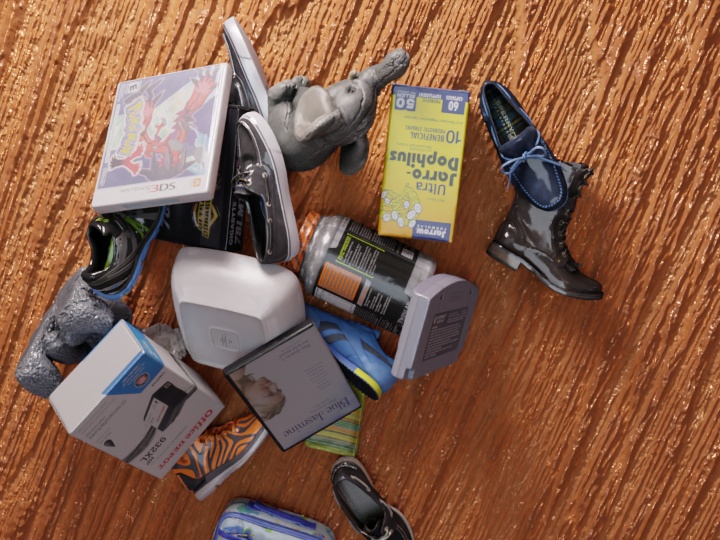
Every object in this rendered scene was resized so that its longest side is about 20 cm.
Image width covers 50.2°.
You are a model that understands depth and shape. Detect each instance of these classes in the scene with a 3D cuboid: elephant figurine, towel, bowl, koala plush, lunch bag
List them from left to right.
[{"bbox_3d":[-0.372,0.110,1.149,0.199,0.185,0.178,36,108,-23],"label":"koala plush"},{"bbox_3d":[-0.179,0.072,1.097,0.195,0.075,0.203,11,133,11],"label":"bowl"},{"bbox_3d":[-0.143,0.457,1.210,0.195,0.082,0.165,18,97,0],"label":"lunch bag"},{"bbox_3d":[-0.036,-0.200,1.021,0.139,0.198,0.159,-20,110,-36],"label":"elephant figurine"},{"bbox_3d":[-0.032,0.184,1.188,0.084,0.018,0.205,9,99,2],"label":"towel"}]

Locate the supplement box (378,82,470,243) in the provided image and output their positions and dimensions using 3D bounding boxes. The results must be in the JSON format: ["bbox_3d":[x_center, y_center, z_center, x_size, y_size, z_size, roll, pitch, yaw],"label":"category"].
[{"bbox_3d":[0.087,-0.150,1.079,0.106,0.110,0.206,6,100,3],"label":"supplement box"}]

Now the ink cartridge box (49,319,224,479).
[{"bbox_3d":[-0.308,0.187,1.086,0.146,0.200,0.083,-48,51,-7],"label":"ink cartridge box"}]

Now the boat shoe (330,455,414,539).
[{"bbox_3d":[0.020,0.380,1.187,0.073,0.060,0.203,-28,102,9],"label":"boat shoe"}]

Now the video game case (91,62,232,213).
[{"bbox_3d":[-0.266,-0.179,1.036,0.178,0.023,0.205,-5,65,19],"label":"video game case"}]

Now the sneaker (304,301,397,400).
[{"bbox_3d":[-0.023,0.101,1.146,0.199,0.066,0.079,40,70,11],"label":"sneaker"}]

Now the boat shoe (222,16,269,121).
[{"bbox_3d":[-0.165,-0.255,1.105,0.066,0.072,0.204,-19,104,5],"label":"boat shoe"}]

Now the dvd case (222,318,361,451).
[{"bbox_3d":[-0.093,0.171,1.107,0.141,0.018,0.202,-29,131,-3],"label":"dvd case"}]

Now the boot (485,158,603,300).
[{"bbox_3d":[0.287,-0.067,1.096,0.196,0.069,0.177,25,101,3],"label":"boot"}]

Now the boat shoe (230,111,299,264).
[{"bbox_3d":[-0.138,-0.106,1.025,0.065,0.069,0.205,-20,103,-38],"label":"boat shoe"}]

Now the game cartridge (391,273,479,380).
[{"bbox_3d":[0.109,0.073,1.075,0.040,0.199,0.136,23,102,25],"label":"game cartridge"}]

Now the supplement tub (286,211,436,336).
[{"bbox_3d":[0.000,0.000,1.102,0.196,0.123,0.125,25,100,1],"label":"supplement tub"}]

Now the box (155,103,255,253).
[{"bbox_3d":[-0.250,-0.141,1.104,0.194,0.049,0.206,11,100,24],"label":"box"}]

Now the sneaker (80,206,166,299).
[{"bbox_3d":[-0.327,-0.063,1.061,0.069,0.083,0.204,6,72,31],"label":"sneaker"}]

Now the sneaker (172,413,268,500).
[{"bbox_3d":[-0.221,0.255,1.183,0.200,0.078,0.112,-44,95,9],"label":"sneaker"}]

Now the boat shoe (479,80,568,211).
[{"bbox_3d":[0.212,-0.169,1.058,0.084,0.068,0.202,-37,73,15],"label":"boat shoe"}]
